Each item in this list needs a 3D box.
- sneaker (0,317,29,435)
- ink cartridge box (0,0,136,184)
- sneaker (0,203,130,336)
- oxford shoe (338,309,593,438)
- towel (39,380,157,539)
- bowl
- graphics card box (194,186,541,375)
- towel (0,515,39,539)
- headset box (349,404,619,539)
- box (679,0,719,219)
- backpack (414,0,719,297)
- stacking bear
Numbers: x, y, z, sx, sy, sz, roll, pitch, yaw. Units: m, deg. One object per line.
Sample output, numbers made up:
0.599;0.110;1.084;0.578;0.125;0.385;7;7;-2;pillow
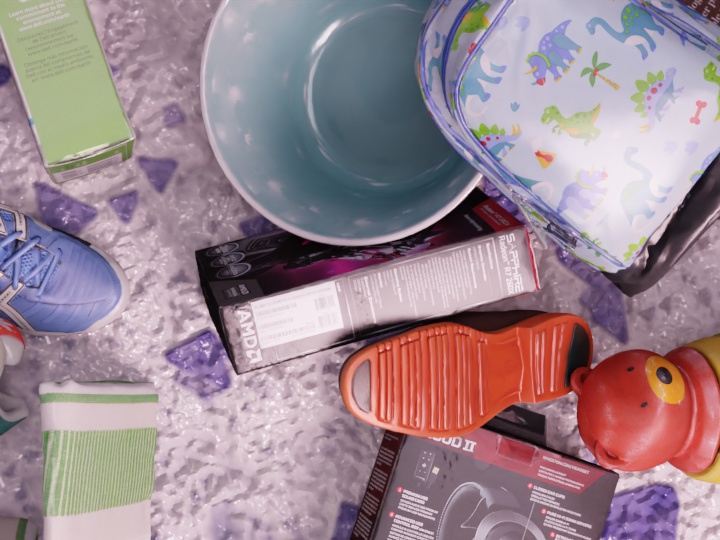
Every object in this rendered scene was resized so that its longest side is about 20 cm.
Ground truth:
-0.260;0.032;0.905;0.093;0.070;0.201;-20;128;-16;sneaker
-0.202;-0.161;0.934;0.059;0.104;0.201;-19;91;-10;ink cartridge box
-0.243;-0.008;0.936;0.199;0.077;0.076;18;84;-9;sneaker
0.057;0.062;0.948;0.199;0.072;0.072;-4;100;-39;oxford shoe
-0.163;0.168;0.904;0.023;0.153;0.201;1;86;13;towel
0.008;-0.117;0.946;0.200;0.105;0.202;1;92;16;bowl
0.000;0.000;0.947;0.199;0.126;0.051;-16;110;-8;graphics card box
-0.298;0.204;0.890;0.199;0.153;0.024;-3;124;-5;towel
0.071;0.184;0.978;0.148;0.077;0.201;18;84;-8;headset box
0.209;-0.155;0.966;0.199;0.166;0.165;31;85;-6;box
0.124;-0.097;0.816;0.200;0.154;0.163;41;107;1;backpack
0.237;0.090;0.973;0.199;0.114;0.122;0;60;-19;stacking bear
